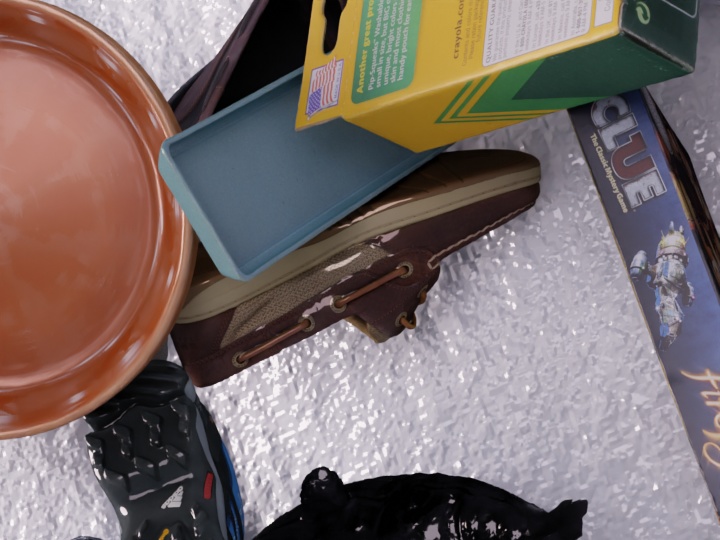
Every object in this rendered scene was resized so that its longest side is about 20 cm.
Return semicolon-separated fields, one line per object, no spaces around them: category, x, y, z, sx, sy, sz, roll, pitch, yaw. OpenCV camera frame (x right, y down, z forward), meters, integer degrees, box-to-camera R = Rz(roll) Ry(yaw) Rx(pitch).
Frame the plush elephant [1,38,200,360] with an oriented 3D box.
plush elephant;-0.153;-0.014;1.031;0.155;0.165;0.200;41;130;-10

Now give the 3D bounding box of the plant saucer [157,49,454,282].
plant saucer;-0.020;-0.059;0.959;0.019;0.200;0.070;-29;94;41

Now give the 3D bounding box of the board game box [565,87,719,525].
board game box;0.150;0.023;0.905;0.034;0.135;0.202;-22;70;13

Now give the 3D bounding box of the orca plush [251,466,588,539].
orca plush;0.000;0.123;0.931;0.199;0.071;0.106;-7;45;49

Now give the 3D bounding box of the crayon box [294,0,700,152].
crayon box;0.060;-0.129;0.897;0.199;0.051;0.127;-12;64;47

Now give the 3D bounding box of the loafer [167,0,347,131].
loafer;-0.026;-0.118;1.017;0.072;0.063;0.201;41;69;-12

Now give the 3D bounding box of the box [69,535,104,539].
box;-0.145;0.247;0.965;0.147;0.107;0.202;-22;69;15

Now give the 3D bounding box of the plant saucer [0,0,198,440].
plant saucer;-0.169;-0.025;0.939;0.198;0.032;0.203;1;95;9

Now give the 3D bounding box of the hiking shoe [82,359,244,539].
hiking shoe;-0.075;0.140;0.929;0.074;0.087;0.202;-15;56;15

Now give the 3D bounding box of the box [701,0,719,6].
box;0.138;-0.245;1.003;0.175;0.097;0.202;11;79;22

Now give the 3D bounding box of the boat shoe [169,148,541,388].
boat shoe;0.000;0.000;0.994;0.198;0.072;0.073;-23;110;-16
